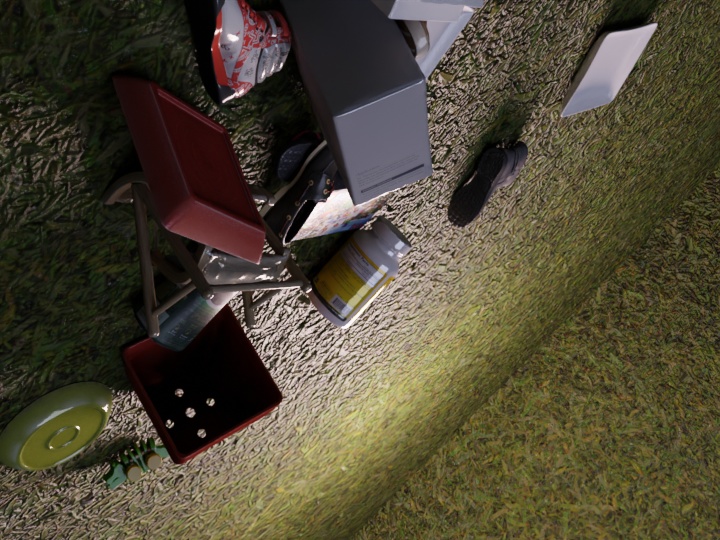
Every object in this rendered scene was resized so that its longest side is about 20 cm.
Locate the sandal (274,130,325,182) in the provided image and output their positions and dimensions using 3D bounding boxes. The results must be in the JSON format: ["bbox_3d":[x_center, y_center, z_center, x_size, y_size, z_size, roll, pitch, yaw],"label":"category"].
[{"bbox_3d":[-0.081,-0.176,1.249,0.075,0.045,0.199,-46,171,23],"label":"sandal"}]

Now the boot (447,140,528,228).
[{"bbox_3d":[0.271,-0.174,1.745,0.131,0.070,0.201,-18,151,-52],"label":"boot"}]

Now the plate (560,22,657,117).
[{"bbox_3d":[0.504,-0.420,1.730,0.197,0.032,0.202,-22,148,-38],"label":"plate"}]

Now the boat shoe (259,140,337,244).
[{"bbox_3d":[-0.065,-0.125,1.217,0.202,0.063,0.073,-47,169,16],"label":"boat shoe"}]

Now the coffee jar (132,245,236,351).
[{"bbox_3d":[-0.241,0.023,1.267,0.200,0.086,0.104,-43,153,4],"label":"coffee jar"}]

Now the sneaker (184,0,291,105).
[{"bbox_3d":[-0.134,-0.285,0.953,0.107,0.067,0.203,-33,158,-21],"label":"sneaker"}]

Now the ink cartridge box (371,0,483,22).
[{"bbox_3d":[0.054,-0.373,0.926,0.127,0.201,0.126,-15,145,-44],"label":"ink cartridge box"}]

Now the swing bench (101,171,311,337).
[{"bbox_3d":[-0.196,-0.037,1.084,0.129,0.204,0.197,-30,164,31],"label":"swing bench"}]

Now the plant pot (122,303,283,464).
[{"bbox_3d":[-0.275,0.211,1.414,0.197,0.202,0.177,-26,162,-30],"label":"plant pot"}]

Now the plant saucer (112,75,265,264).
[{"bbox_3d":[-0.186,-0.120,0.976,0.036,0.203,0.199,-29,159,15],"label":"plant saucer"}]

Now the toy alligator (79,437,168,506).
[{"bbox_3d":[-0.441,0.364,1.571,0.197,0.059,0.055,-28,111,-26],"label":"toy alligator"}]

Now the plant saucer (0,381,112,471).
[{"bbox_3d":[-0.485,0.260,1.356,0.198,0.031,0.201,-35,155,-19],"label":"plant saucer"}]

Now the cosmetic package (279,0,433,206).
[{"bbox_3d":[-0.003,-0.229,1.052,0.120,0.202,0.201,-21,153,-4],"label":"cosmetic package"}]

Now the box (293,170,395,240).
[{"bbox_3d":[-0.033,-0.112,1.383,0.198,0.038,0.137,-14,157,-47],"label":"box"}]

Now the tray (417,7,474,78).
[{"bbox_3d":[0.085,-0.327,1.265,0.201,0.022,0.106,-53,153,21],"label":"tray"}]

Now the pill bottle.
[{"bbox_3d":[0.000,0.000,1.560,0.200,0.113,0.112,-47,155,11],"label":"pill bottle"}]

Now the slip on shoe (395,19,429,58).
[{"bbox_3d":[0.059,-0.322,1.030,0.059,0.201,0.077,-21,122,0],"label":"slip on shoe"}]
